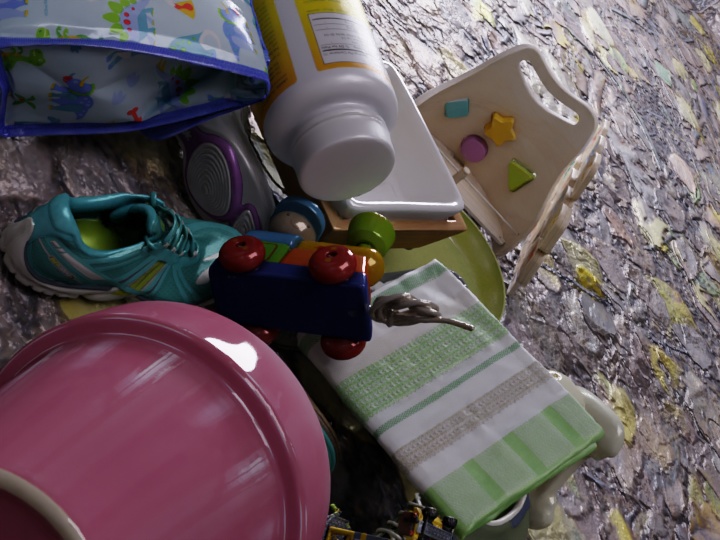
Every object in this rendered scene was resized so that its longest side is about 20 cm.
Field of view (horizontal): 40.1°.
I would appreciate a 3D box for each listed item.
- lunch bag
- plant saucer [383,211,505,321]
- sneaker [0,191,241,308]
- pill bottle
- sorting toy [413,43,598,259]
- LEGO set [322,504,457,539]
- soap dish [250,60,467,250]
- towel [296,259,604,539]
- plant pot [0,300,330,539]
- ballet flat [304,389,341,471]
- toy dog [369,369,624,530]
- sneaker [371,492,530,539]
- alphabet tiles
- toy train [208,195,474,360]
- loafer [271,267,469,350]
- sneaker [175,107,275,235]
[{"bbox_3d":[-0.177,-0.196,0.737,0.199,0.128,0.171,-6,65,-19],"label":"lunch bag"},{"bbox_3d":[0.055,-0.010,0.967,0.199,0.031,0.201,23,44,-24],"label":"plant saucer"},{"bbox_3d":[-0.152,-0.016,0.705,0.199,0.079,0.078,2,62,-50],"label":"sneaker"},{"bbox_3d":[-0.036,-0.159,0.797,0.109,0.109,0.201,15,48,-43],"label":"pill bottle"},{"bbox_3d":[0.155,-0.150,1.080,0.200,0.180,0.107,45,31,-13],"label":"sorting toy"},{"bbox_3d":[-0.008,0.244,0.625,0.153,0.115,0.202,24,72,-45],"label":"LEGO set"},{"bbox_3d":[-0.007,-0.107,0.911,0.157,0.081,0.201,-2,56,-38],"label":"soap dish"},{"bbox_3d":[0.064,0.090,0.740,0.149,0.031,0.200,-26,58,-26],"label":"towel"},{"bbox_3d":[-0.133,0.126,0.478,0.201,0.199,0.179,58,17,2],"label":"plant pot"},{"bbox_3d":[-0.095,0.083,0.724,0.199,0.068,0.073,32,22,-26],"label":"ballet flat"},{"bbox_3d":[0.103,0.122,0.859,0.199,0.140,0.195,16,39,-43],"label":"toy dog"},{"bbox_3d":[0.047,0.191,0.732,0.199,0.090,0.067,-4,26,-32],"label":"sneaker"},{"bbox_3d":[0.216,-0.069,1.099,0.015,0.196,0.200,29,39,1],"label":"alphabet tiles"},{"bbox_3d":[0.000,0.000,0.729,0.116,0.198,0.085,-61,151,-49],"label":"toy train"},{"bbox_3d":[-0.004,0.039,0.830,0.199,0.070,0.076,1,66,-21],"label":"loafer"},{"bbox_3d":[-0.114,-0.117,0.830,0.099,0.075,0.201,-22,81,-53],"label":"sneaker"}]
